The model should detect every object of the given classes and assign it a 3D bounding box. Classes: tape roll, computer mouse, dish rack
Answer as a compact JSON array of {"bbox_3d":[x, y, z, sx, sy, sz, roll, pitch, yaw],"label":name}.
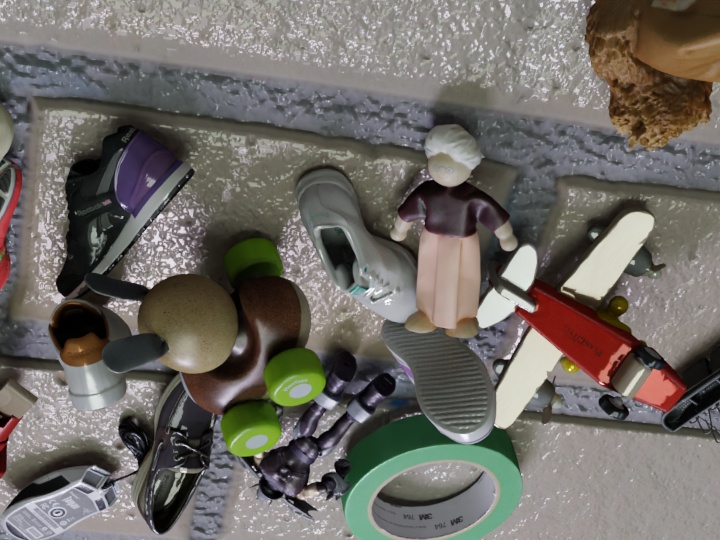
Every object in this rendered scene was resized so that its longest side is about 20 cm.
[{"bbox_3d":[0.077,0.238,1.607,0.200,0.048,0.201,-7,135,-7],"label":"tape roll"},{"bbox_3d":[-0.306,0.235,1.595,0.200,0.044,0.110,-24,134,9],"label":"computer mouse"},{"bbox_3d":[0.431,0.145,1.559,0.200,0.055,0.153,33,123,-29],"label":"dish rack"}]

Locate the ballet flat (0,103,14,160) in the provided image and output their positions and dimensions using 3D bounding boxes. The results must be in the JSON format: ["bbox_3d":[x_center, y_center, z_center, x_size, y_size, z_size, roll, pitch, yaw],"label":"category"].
[{"bbox_3d":[-0.370,-0.062,1.261,0.069,0.069,0.200,25,100,-25],"label":"ballet flat"}]

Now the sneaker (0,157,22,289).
[{"bbox_3d":[-0.356,-0.022,1.347,0.085,0.077,0.200,-9,133,-58],"label":"sneaker"}]

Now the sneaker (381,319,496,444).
[{"bbox_3d":[0.096,0.123,1.420,0.073,0.201,0.114,-31,124,1],"label":"sneaker"}]

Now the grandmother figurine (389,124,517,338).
[{"bbox_3d":[0.084,-0.038,1.335,0.121,0.061,0.201,2,114,9],"label":"grandmother figurine"}]

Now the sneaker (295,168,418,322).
[{"bbox_3d":[0.000,0.000,1.373,0.075,0.089,0.200,-27,129,17],"label":"sneaker"}]

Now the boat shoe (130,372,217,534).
[{"bbox_3d":[-0.186,0.190,1.523,0.072,0.065,0.200,8,120,-34],"label":"boat shoe"}]

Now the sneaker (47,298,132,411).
[{"bbox_3d":[-0.252,0.053,1.350,0.073,0.200,0.085,-17,111,-10],"label":"sneaker"}]

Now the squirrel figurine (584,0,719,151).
[{"bbox_3d":[0.297,-0.183,1.223,0.200,0.142,0.186,-23,142,34],"label":"squirrel figurine"}]

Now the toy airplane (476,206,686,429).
[{"bbox_3d":[0.206,0.049,1.419,0.199,0.141,0.200,-10,96,18],"label":"toy airplane"}]

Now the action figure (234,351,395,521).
[{"bbox_3d":[-0.050,0.179,1.530,0.130,0.069,0.200,36,112,-10],"label":"action figure"}]

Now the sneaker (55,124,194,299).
[{"bbox_3d":[-0.236,-0.058,1.331,0.088,0.076,0.200,41,124,-6],"label":"sneaker"}]

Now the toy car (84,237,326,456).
[{"bbox_3d":[-0.158,0.062,1.329,0.200,0.165,0.158,10,133,-38],"label":"toy car"}]

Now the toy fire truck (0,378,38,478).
[{"bbox_3d":[-0.416,0.143,1.462,0.176,0.129,0.200,31,112,-27],"label":"toy fire truck"}]
